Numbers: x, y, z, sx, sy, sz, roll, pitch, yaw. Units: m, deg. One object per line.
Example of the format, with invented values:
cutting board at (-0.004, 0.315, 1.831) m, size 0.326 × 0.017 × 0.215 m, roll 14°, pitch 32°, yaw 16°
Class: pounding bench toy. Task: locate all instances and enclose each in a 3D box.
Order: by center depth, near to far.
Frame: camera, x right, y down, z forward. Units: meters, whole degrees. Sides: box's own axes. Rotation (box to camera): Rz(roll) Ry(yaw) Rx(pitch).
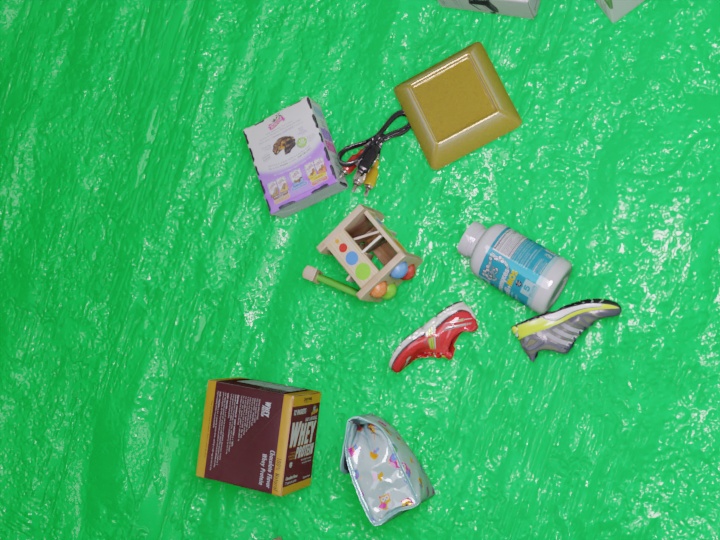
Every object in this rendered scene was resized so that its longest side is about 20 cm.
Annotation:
pounding bench toy at (0.000, 0.000, 1.554) m, size 0.200 × 0.124 × 0.156 m, roll -44°, pitch 72°, yaw 13°

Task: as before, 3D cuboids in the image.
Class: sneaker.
sneaker at (0.381, 0.106, 1.430) m, size 0.199 × 0.074 × 0.081 m, roll -21°, pitch 88°, yaw 25°
sneaker at (0.141, 0.144, 1.515) m, size 0.200 × 0.077 × 0.085 m, roll -39°, pitch 78°, yaw 15°

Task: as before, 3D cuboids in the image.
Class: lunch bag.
lunch bag at (0.040, 0.364, 1.482) m, size 0.122 × 0.170 × 0.201 m, roll -31°, pitch 75°, yaw 9°

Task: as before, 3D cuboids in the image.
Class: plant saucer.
plant saucer at (0.185, -0.331, 1.537) m, size 0.199 × 0.048 × 0.201 m, roll -27°, pitch 76°, yaw 10°

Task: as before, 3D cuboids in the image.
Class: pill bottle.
pill bottle at (0.281, -0.014, 1.451) m, size 0.199 × 0.111 × 0.111 m, roll 32°, pitch 97°, yaw 22°

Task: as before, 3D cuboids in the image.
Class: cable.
cable at (0.026, -0.252, 1.594) m, size 0.097 × 0.050 × 0.201 m, roll 33°, pitch 78°, yaw 5°

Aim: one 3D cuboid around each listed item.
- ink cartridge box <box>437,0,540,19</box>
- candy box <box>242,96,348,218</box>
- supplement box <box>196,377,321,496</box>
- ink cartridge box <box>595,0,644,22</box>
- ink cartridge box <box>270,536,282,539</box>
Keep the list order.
ink cartridge box at (0.257, -0.586, 1.523) m, size 0.199 × 0.084 × 0.146 m, roll 16°, pitch 91°, yaw 22°
candy box at (-0.138, -0.238, 1.659) m, size 0.167 × 0.071 × 0.201 m, roll -23°, pitch 78°, yaw 19°
supplement box at (-0.206, 0.334, 1.603) m, size 0.199 × 0.133 × 0.199 m, roll 6°, pitch 88°, yaw 22°
ink cartridge box at (0.431, -0.573, 1.420) m, size 0.084 × 0.145 × 0.201 m, roll -35°, pitch 73°, yaw 15°
ink cartridge box at (-0.255, 0.613, 1.563) m, size 0.164 × 0.200 × 0.076 m, roll -26°, pitch 77°, yaw 17°
